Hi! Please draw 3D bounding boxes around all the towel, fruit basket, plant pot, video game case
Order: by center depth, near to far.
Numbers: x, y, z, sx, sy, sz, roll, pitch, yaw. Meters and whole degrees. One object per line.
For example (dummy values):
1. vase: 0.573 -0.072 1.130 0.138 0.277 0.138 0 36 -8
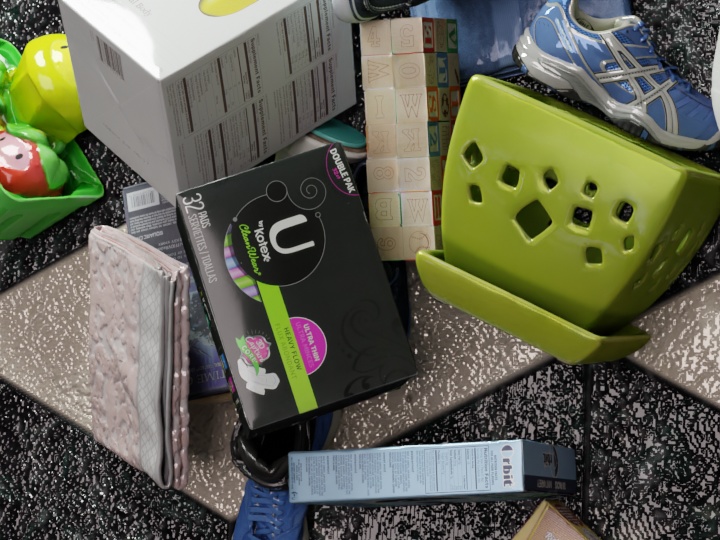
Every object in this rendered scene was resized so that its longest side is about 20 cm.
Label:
1. plant pot: 0.168 -0.034 1.590 0.199 0.199 0.183 25 99 20
2. towel: 0.141 -0.227 1.700 0.198 0.048 0.113 -10 79 20
3. towel: -0.198 0.075 1.713 0.191 0.032 0.202 22 113 60
4. video game case: -0.138 0.010 1.731 0.142 0.019 0.202 -12 80 24
5. fruit basket: -0.314 -0.152 1.820 0.214 0.155 0.218 3 95 34

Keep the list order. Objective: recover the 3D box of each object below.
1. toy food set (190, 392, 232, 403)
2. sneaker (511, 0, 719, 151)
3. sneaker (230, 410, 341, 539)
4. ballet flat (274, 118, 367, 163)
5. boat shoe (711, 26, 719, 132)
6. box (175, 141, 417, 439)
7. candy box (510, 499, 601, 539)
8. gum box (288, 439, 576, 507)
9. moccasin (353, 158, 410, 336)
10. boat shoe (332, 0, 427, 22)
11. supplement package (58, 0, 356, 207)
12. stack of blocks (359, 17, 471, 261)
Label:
1. toy food set: -0.131 0.020 1.764 0.198 0.049 0.200 -18 78 23
2. sneaker: 0.227 -0.163 1.615 0.198 0.076 0.078 25 113 -3
3. sneaker: -0.081 0.192 1.693 0.076 0.111 0.202 20 90 22
4. ballet flat: -0.076 -0.127 1.767 0.199 0.069 0.070 30 93 26
5. boat shoe: 0.334 -0.185 1.599 0.064 0.070 0.202 -15 72 62
6. box: -0.056 0.020 1.602 0.147 0.124 0.202 -18 83 -7
7. candy box: 0.193 0.298 1.604 0.200 0.055 0.116 42 98 21
8. gum box: 0.062 0.169 1.610 0.198 0.170 0.045 -5 80 20
9. moccasin: 0.000 0.000 1.710 0.080 0.068 0.202 -4 83 20
10. boat shoe: 0.057 -0.255 1.617 0.090 0.200 0.072 12 120 27
11. supplement package: -0.128 -0.189 1.670 0.199 0.152 0.152 -33 53 -24
12. stack of blocks: 0.051 -0.113 1.661 0.058 0.115 0.202 -1 95 22
